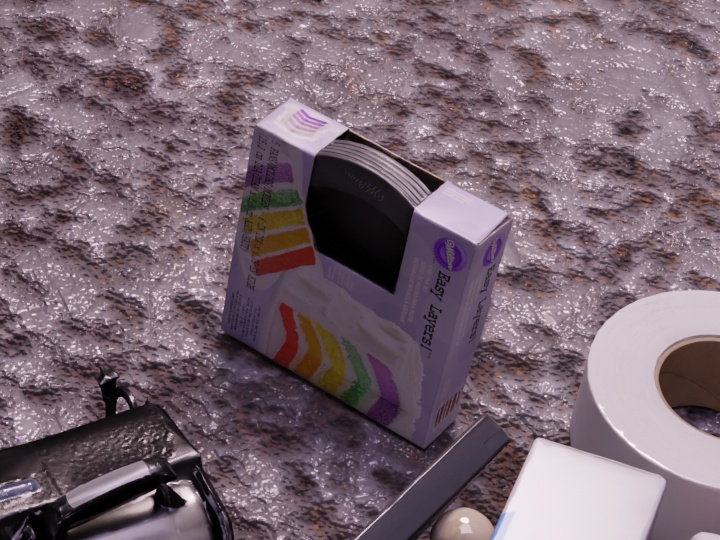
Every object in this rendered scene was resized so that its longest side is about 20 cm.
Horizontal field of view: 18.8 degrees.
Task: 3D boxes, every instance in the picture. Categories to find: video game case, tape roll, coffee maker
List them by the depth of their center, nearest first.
[{"bbox_3d":[-0.011,0.186,1.294,0.026,0.181,0.200,45,49,6],"label":"video game case"},{"bbox_3d":[-0.203,0.165,1.337,0.199,0.135,0.192,-13,23,-26],"label":"coffee maker"},{"bbox_3d":[0.250,0.106,1.517,0.202,0.071,0.203,6,41,-5],"label":"tape roll"}]

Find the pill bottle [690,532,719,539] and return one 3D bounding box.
[{"bbox_3d":[0.296,0.234,1.351,0.199,0.111,0.111,11,41,1],"label":"pill bottle"}]

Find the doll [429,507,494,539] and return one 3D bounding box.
[{"bbox_3d":[0.021,0.228,1.257,0.048,0.136,0.200,23,84,32],"label":"doll"}]

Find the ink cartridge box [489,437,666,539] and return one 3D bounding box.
[{"bbox_3d":[0.105,0.223,1.259,0.083,0.200,0.145,17,42,11],"label":"ink cartridge box"}]

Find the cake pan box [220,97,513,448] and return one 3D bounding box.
[{"bbox_3d":[0.000,0.000,1.489,0.184,0.200,0.052,29,42,17],"label":"cake pan box"}]
